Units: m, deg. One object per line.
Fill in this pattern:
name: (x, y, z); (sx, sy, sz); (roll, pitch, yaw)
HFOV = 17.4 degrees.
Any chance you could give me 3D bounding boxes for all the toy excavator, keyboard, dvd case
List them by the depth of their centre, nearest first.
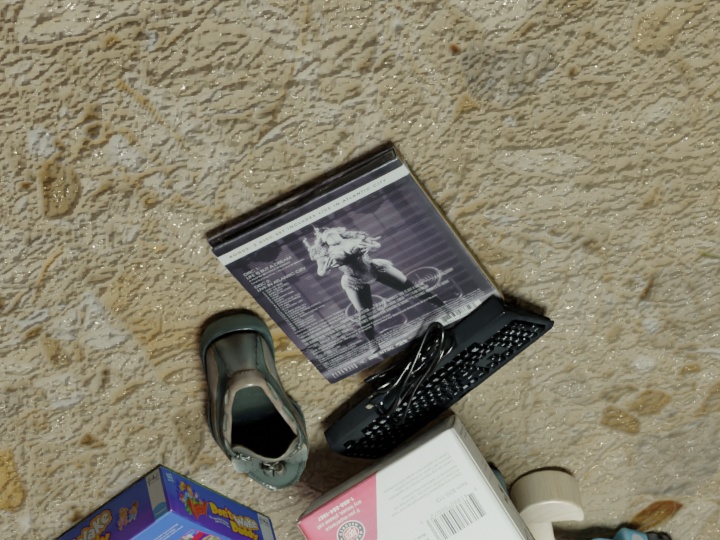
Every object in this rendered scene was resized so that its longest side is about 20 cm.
dvd case: (0.000, 0.000, 1.695); (0.149, 0.016, 0.200); (-26, 141, 11)
keyboard: (0.054, 0.095, 1.794); (0.104, 0.040, 0.200); (17, 132, -44)
toy excavator: (0.193, 0.263, 2.023); (0.200, 0.100, 0.195); (13, 131, -20)

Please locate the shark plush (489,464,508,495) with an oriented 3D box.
shark plush: (0.104, 0.258, 1.921); (0.091, 0.200, 0.083); (-29, -176, 28)

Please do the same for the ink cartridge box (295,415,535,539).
ink cartridge box: (0.065, 0.237, 1.840); (0.146, 0.200, 0.083); (-32, -179, 7)

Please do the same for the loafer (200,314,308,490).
loafer: (-0.079, 0.115, 1.764); (0.072, 0.063, 0.200); (-16, 141, -1)

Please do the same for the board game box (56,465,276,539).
board game box: (-0.183, 0.247, 1.896); (0.200, 0.045, 0.134); (-36, 137, 21)
